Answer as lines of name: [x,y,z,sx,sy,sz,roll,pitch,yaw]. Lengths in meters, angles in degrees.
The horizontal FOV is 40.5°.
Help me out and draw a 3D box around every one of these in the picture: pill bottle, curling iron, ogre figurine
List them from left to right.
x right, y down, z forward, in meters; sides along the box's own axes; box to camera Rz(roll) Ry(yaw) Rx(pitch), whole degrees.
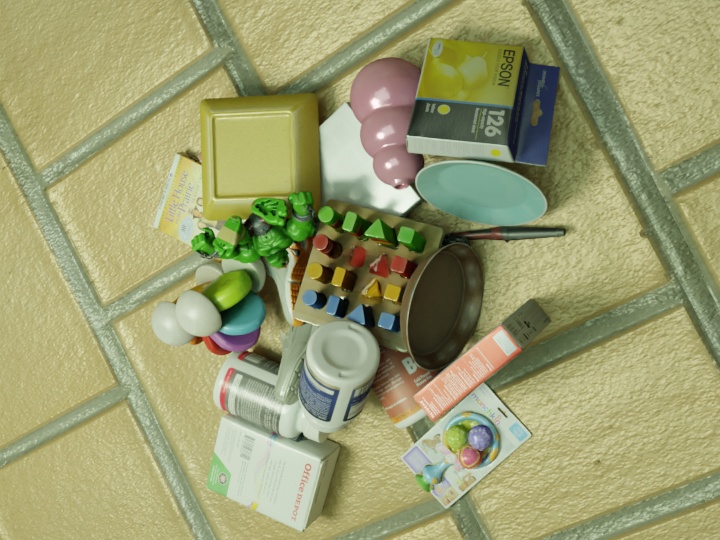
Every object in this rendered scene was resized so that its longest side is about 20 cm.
ogre figurine: [-0.148,-0.061,1.511,0.200,0.120,0.098,-41,64,8]
pill bottle: [-0.140,0.218,1.660,0.199,0.111,0.111,20,105,18]
pill bottle: [-0.039,0.172,1.512,0.111,0.111,0.200,35,146,13]
pill bottle: [0.055,0.143,1.569,0.112,0.112,0.200,-34,86,23]
curling iron: [0.219,-0.048,1.517,0.199,0.026,0.050,-6,59,19]

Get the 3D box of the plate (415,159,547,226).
plate: [0.181,-0.121,1.451,0.199,0.200,0.026,8,69,21]

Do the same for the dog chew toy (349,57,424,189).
dog chew toy: [0.050,-0.220,1.487,0.124,0.124,0.201,-13,72,23]

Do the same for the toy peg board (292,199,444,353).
toy peg board: [0.000,0.000,1.492,0.199,0.098,0.200,16,85,19]

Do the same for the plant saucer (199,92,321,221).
plant saucer: [-0.167,-0.183,1.561,0.199,0.048,0.201,-1,91,10]

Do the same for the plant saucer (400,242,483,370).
plant saucer: [0.120,0.053,1.490,0.034,0.200,0.201,16,105,36]

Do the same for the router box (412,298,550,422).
router box: [0.186,0.131,1.468,0.179,0.200,0.049,-43,82,23]

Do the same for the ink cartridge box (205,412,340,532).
ink cartridge box: [-0.152,0.342,1.698,0.199,0.087,0.146,20,107,19]

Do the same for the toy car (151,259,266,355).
toy car: [-0.233,0.072,1.625,0.200,0.175,0.150,-21,109,48]

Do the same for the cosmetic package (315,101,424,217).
cosmetic package: [-0.010,-0.148,1.582,0.151,0.052,0.200,-39,83,20]

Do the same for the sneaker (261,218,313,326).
sneaker: [-0.121,0.002,1.627,0.092,0.076,0.201,-24,62,39]

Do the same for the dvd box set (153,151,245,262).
dvd box set: [-0.256,-0.101,1.699,0.199,0.029,0.147,27,107,15]

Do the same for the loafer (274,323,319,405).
loafer: [-0.101,0.128,1.615,0.070,0.070,0.201,6,59,30]

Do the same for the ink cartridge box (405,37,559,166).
ink cartridge box: [0.180,-0.247,1.413,0.199,0.047,0.198,6,57,12]

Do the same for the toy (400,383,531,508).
toy: [0.165,0.292,1.584,0.115,0.047,0.200,47,112,7]

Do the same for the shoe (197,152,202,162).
shoe: [-0.182,-0.152,1.625,0.091,0.071,0.200,-43,75,-4]
